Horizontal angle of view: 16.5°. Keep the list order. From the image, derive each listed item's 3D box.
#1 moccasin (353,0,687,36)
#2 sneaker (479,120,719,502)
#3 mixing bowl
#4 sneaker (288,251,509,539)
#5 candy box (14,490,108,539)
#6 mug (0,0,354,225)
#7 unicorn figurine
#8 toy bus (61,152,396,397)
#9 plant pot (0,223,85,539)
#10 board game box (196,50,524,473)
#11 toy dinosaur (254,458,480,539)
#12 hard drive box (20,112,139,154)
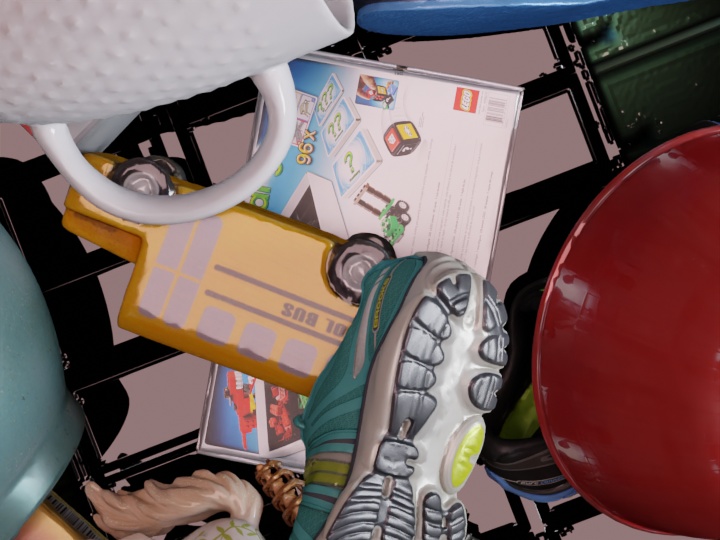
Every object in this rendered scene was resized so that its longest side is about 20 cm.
[{"bbox_3d":[0.090,-0.154,1.176,0.199,0.080,0.068,-9,87,-12],"label":"moccasin"},{"bbox_3d":[0.121,0.019,1.164,0.071,0.083,0.200,36,93,34],"label":"sneaker"},{"bbox_3d":[0.188,0.044,1.113,0.200,0.108,0.201,-8,109,-24],"label":"mixing bowl"},{"bbox_3d":[0.005,0.088,1.083,0.077,0.080,0.201,21,88,-34],"label":"sneaker"},{"bbox_3d":[-0.125,0.207,1.197,0.200,0.056,0.117,41,91,-2],"label":"candy box"},{"bbox_3d":[-0.100,-0.115,1.068,0.175,0.148,0.201,-20,104,10],"label":"mug"},{"bbox_3d":[-0.059,0.185,1.133,0.137,0.074,0.201,-13,89,-1],"label":"unicorn figurine"},{"bbox_3d":[-0.043,0.008,1.147,0.199,0.065,0.079,20,94,1],"label":"toy bus"},{"bbox_3d":[-0.212,0.065,1.136,0.200,0.200,0.134,-44,108,3],"label":"plant pot"},{"bbox_3d":[0.000,0.000,1.195,0.126,0.035,0.201,11,92,2],"label":"board game box"},{"bbox_3d":[0.034,0.161,1.145,0.102,0.136,0.200,-26,82,6],"label":"toy dinosaur"},{"bbox_3d":[-0.120,-0.173,1.172,0.156,0.077,0.200,44,93,0],"label":"hard drive box"}]
